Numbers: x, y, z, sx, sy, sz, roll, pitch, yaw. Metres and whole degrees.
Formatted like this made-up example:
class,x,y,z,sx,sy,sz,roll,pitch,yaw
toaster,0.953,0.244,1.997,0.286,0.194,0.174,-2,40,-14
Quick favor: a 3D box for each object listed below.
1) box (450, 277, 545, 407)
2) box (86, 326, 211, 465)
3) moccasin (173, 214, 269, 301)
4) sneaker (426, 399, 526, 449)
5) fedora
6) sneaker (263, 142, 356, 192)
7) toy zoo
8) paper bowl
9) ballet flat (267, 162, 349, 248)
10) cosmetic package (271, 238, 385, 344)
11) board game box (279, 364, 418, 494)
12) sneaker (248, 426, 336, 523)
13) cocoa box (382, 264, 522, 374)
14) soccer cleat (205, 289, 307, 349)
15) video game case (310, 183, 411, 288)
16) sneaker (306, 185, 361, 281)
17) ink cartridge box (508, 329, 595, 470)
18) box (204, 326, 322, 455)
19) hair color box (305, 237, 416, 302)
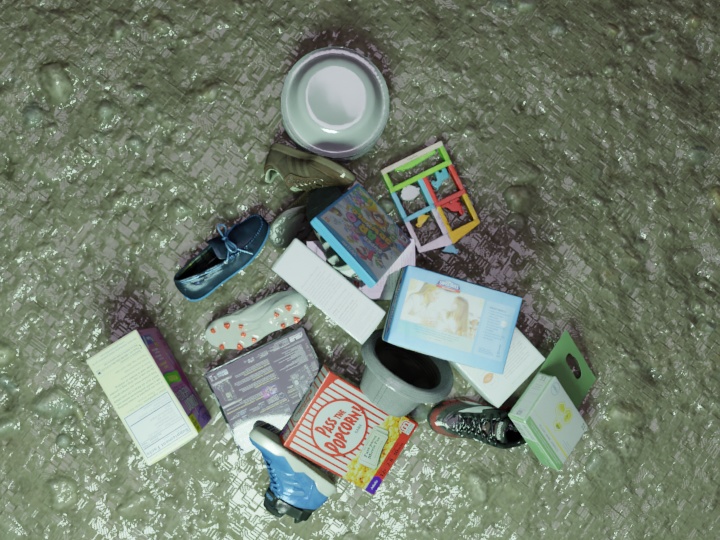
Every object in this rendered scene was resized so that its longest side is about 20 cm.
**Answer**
class,x,y,z,sx,sy,sz,roll,pitch,yaw
box,0.212,0.128,1.475,0.124,0.097,0.200,-44,91,-4
box,-0.354,0.207,1.397,0.096,0.176,0.201,-30,89,-4
moccasin,-0.245,-0.027,1.455,0.200,0.068,0.080,-47,49,-5
sneaker,0.221,0.276,1.469,0.198,0.098,0.072,8,88,-2
fedora,0.067,0.190,1.440,0.176,0.200,0.091,35,112,8
sneaker,-0.092,-0.168,1.453,0.199,0.070,0.076,23,92,38
toy zoo,0.135,-0.122,1.520,0.130,0.020,0.202,-26,90,-4
paper bowl,-0.045,-0.301,1.477,0.198,0.104,0.203,0,87,-5
ballet flat,-0.094,-0.121,1.499,0.067,0.046,0.200,42,91,-23
cosmetic package,-0.054,0.035,1.400,0.199,0.102,0.074,38,87,-1
board game box,-0.020,0.282,1.447,0.199,0.046,0.152,32,91,-18
sneaker,-0.144,0.367,1.433,0.111,0.077,0.200,-48,118,-5
cocoa box,0.148,0.080,1.359,0.198,0.131,0.135,16,88,-2
soccer cleat,-0.185,0.087,1.473,0.198,0.078,0.070,-20,115,14
video game case,0.006,-0.063,1.370,0.143,0.200,0.018,48,120,-2
sneaker,-0.037,-0.063,1.429,0.074,0.089,0.201,-25,54,12
ink cartridge box,0.357,0.228,1.449,0.200,0.048,0.146,-49,121,-20
box,-0.158,0.215,1.475,0.198,0.044,0.162,-26,89,-4
hair color box,0.000,0.000,1.485,0.197,0.064,0.112,-1,87,-5
